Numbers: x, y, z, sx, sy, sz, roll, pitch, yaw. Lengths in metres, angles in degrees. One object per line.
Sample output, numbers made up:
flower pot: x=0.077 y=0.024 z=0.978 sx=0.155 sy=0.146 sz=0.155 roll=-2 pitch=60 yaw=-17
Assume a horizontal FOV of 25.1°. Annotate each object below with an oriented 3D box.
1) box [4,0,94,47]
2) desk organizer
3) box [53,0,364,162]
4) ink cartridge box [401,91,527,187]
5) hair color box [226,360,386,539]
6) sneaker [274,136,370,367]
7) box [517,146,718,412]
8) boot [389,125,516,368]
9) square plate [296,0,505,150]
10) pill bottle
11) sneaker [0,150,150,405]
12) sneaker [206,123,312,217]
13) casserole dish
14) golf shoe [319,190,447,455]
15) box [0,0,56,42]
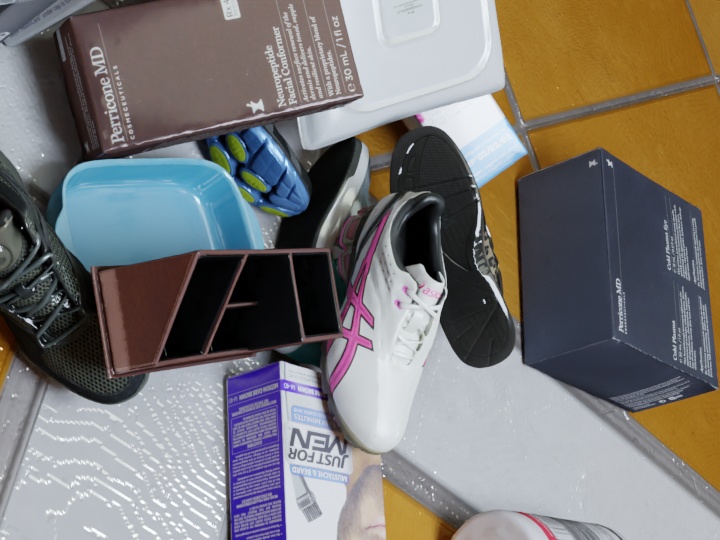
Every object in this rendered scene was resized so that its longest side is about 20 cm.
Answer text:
box: x=-0.210 y=-0.282 z=1.083 sx=0.200 sy=0.184 sz=0.105 roll=58 pitch=41 yaw=-15
desk organizer: x=-0.089 y=0.024 z=1.077 sx=0.200 sy=0.077 sz=0.072 roll=-3 pitch=83 yaw=-67
box: x=-0.108 y=-0.148 z=1.156 sx=0.200 sy=0.075 sz=0.100 roll=-15 pitch=93 yaw=-18
ink cartridge box: x=0.053 y=-0.172 z=1.400 sx=0.200 sy=0.068 sz=0.115 roll=55 pitch=-2 yaw=-18
hair color box: x=-0.038 y=0.176 z=1.182 sx=0.109 sy=0.065 sz=0.200 roll=18 pitch=62 yaw=-45
sneaker: x=0.000 y=0.000 z=1.287 sx=0.121 sy=0.084 sz=0.200 roll=35 pitch=56 yaw=-30
box: x=0.248 y=0.012 z=1.565 sx=0.182 sy=0.104 sz=0.200 roll=26 pitch=55 yaw=-42
boot: x=0.074 y=-0.028 z=1.344 sx=0.151 sy=0.073 sz=0.200 roll=-88 pitch=156 yaw=-80
square plate: x=0.029 y=-0.211 z=1.275 sx=0.200 sy=0.028 sz=0.198 roll=-20 pitch=115 yaw=-27
pill bottle: x=0.169 y=0.264 z=1.351 sx=0.200 sy=0.111 sz=0.111 roll=17 pitch=61 yaw=-45
sneaker: x=-0.208 y=0.012 z=1.009 sx=0.199 sy=0.076 sz=0.114 roll=57 pitch=5 yaw=-12
sneaker: x=-0.092 y=-0.131 z=1.247 sx=0.200 sy=0.071 sz=0.083 roll=57 pitch=46 yaw=-11
casserole dish: x=-0.150 y=-0.018 z=1.155 sx=0.200 sy=0.039 sz=0.121 roll=-7 pitch=79 yaw=-52
golf shoe: x=0.021 y=0.034 z=1.186 sx=0.073 sy=0.092 sz=0.200 roll=16 pitch=67 yaw=-30
box: x=-0.243 y=-0.182 z=0.986 sx=0.158 sy=0.200 sz=0.050 roll=-23 pitch=87 yaw=-53
